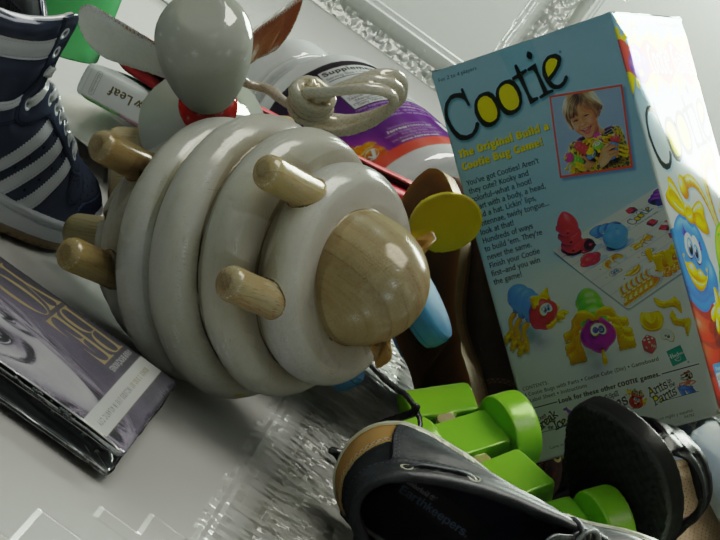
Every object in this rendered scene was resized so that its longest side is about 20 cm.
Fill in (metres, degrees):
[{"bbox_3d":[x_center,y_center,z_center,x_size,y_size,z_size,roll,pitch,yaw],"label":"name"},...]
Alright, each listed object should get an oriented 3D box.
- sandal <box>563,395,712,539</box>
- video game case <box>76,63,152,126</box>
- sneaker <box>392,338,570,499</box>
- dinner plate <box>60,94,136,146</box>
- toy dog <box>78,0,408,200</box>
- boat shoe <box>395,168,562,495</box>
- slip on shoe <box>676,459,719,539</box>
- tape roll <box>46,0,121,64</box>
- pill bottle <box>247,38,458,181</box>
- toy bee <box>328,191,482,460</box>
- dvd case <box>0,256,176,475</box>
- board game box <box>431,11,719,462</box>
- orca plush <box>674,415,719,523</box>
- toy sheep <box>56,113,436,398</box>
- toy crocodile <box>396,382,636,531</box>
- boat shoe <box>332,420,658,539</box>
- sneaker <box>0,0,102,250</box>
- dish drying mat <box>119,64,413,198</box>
[{"bbox_3d":[0.133,0.104,1.298,0.075,0.048,0.201,51,-14,21],"label":"sandal"},{"bbox_3d":[-0.049,-0.058,1.562,0.182,0.022,0.200,28,4,16],"label":"video game case"},{"bbox_3d":[0.084,0.078,1.484,0.200,0.066,0.079,52,-16,29],"label":"sneaker"},{"bbox_3d":[-0.096,-0.055,1.587,0.200,0.024,0.200,31,5,-3],"label":"dinner plate"},{"bbox_3d":[-0.071,-0.093,1.281,0.132,0.200,0.097,5,67,-25],"label":"toy dog"},{"bbox_3d":[0.061,0.036,1.432,0.070,0.070,0.200,17,47,-28],"label":"boat shoe"},{"bbox_3d":[0.165,0.132,1.517,0.200,0.061,0.076,39,9,22],"label":"slip on shoe"},{"bbox_3d":[-0.229,-0.172,1.509,0.200,0.048,0.200,22,7,-3],"label":"tape roll"},{"bbox_3d":[-0.005,-0.072,1.786,0.111,0.112,0.200,28,11,-43],"label":"pill bottle"},{"bbox_3d":[0.000,0.000,1.322,0.109,0.131,0.200,61,-9,-17],"label":"toy bee"},{"bbox_3d":[-0.164,0.003,1.069,0.200,0.016,0.149,36,8,-1],"label":"dvd case"},{"bbox_3d":[0.125,-0.018,1.372,0.103,0.105,0.201,-8,82,-63],"label":"board game box"},{"bbox_3d":[0.203,0.107,1.580,0.105,0.071,0.200,62,-23,1],"label":"orca plush"},{"bbox_3d":[-0.054,-0.008,1.199,0.200,0.138,0.138,15,-5,36],"label":"toy sheep"},{"bbox_3d":[0.069,0.112,1.269,0.067,0.062,0.200,-16,39,-25],"label":"toy crocodile"},{"bbox_3d":[0.076,0.131,1.147,0.200,0.075,0.062,31,14,-3],"label":"boat shoe"},{"bbox_3d":[-0.154,-0.079,1.237,0.070,0.109,0.200,40,9,27],"label":"sneaker"},{"bbox_3d":[-0.045,-0.079,1.554,0.200,0.018,0.077,24,4,-33],"label":"dish drying mat"}]
